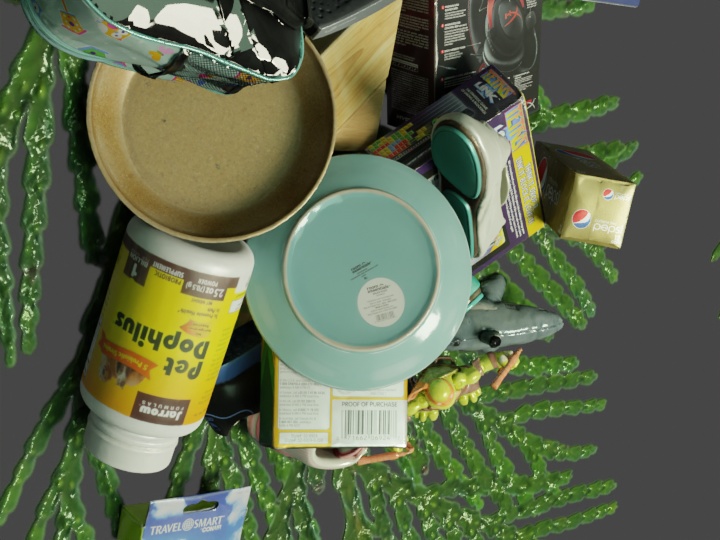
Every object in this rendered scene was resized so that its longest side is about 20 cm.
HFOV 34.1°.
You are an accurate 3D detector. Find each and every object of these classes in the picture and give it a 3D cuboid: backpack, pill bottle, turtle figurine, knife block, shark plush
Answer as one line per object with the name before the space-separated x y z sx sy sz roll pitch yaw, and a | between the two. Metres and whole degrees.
backpack | -0.147 -0.224 0.832 0.198 0.152 0.179 8 84 -46
pill bottle | -0.166 0.060 0.972 0.108 0.109 0.202 5 110 -43
turtle figurine | 0.075 0.129 1.212 0.199 0.065 0.161 -37 173 0
knife block | -0.060 -0.159 1.014 0.174 0.064 0.203 -4 112 -43
shark plush | 0.128 0.057 1.269 0.198 0.083 0.092 3 106 -43

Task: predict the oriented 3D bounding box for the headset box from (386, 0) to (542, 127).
headset box | 0.100 -0.242 1.119 0.147 0.075 0.203 -21 121 -35

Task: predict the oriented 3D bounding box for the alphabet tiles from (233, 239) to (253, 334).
alphabet tiles | -0.107 0.045 1.095 0.195 0.015 0.202 31 85 -46

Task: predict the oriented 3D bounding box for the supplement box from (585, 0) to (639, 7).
supplement box | 0.222 -0.371 1.152 0.108 0.108 0.203 -5 111 -41

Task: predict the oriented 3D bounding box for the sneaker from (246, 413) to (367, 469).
sneaker | -0.007 0.139 1.161 0.199 0.104 0.076 -19 121 -43

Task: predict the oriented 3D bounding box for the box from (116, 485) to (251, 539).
box | -0.178 0.295 1.113 0.121 0.047 0.203 0 108 -43

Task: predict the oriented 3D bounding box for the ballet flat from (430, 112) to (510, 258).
ballet flat | 0.100 -0.084 1.017 0.069 0.069 0.201 -45 155 -19

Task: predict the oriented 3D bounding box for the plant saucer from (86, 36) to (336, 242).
plant saucer | -0.118 -0.121 0.941 0.197 0.035 0.204 1 84 -11

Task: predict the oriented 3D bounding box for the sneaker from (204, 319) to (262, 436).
sneaker | -0.066 0.080 1.090 0.198 0.070 0.079 -25 119 -23

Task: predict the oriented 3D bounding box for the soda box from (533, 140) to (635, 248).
soda box | 0.223 -0.083 1.219 0.063 0.200 0.069 10 104 -6

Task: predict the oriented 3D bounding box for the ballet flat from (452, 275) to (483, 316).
ballet flat | 0.052 0.036 1.107 0.067 0.071 0.200 -37 173 -28

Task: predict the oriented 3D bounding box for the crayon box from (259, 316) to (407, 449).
crayon box | -0.022 0.053 1.035 0.124 0.051 0.203 3 85 -21

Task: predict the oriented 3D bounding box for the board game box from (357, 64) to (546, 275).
board game box | 0.088 -0.072 1.115 0.164 0.057 0.201 -35 145 -9

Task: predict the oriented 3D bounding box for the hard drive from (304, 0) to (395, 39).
hard drive | -0.002 -0.279 0.980 0.199 0.135 0.042 -38 169 -26

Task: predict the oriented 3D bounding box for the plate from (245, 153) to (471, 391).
plate | 0.000 0.000 0.991 0.197 0.026 0.204 1 85 -8
